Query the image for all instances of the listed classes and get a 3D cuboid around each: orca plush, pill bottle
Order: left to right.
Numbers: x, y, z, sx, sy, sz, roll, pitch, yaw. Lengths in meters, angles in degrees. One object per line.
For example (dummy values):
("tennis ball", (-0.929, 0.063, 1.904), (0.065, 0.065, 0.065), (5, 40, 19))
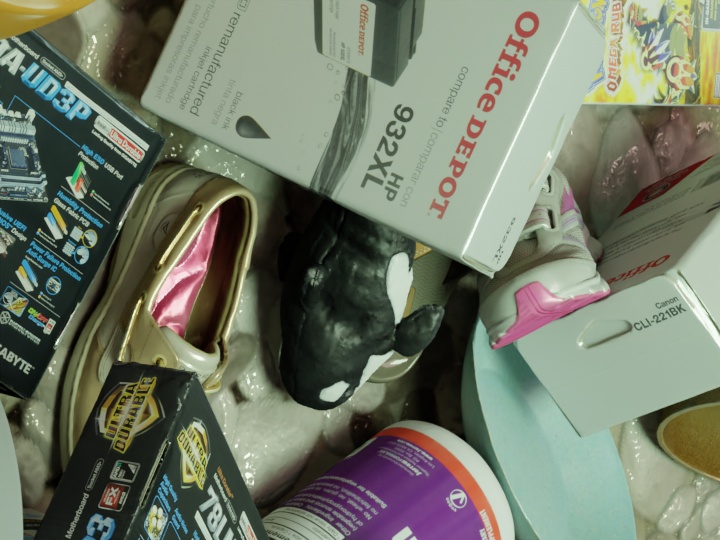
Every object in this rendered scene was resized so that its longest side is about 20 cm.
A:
("pill bottle", (-0.010, 0.179, 1.222), (0.200, 0.112, 0.113), (-34, 118, -35))
("orca plush", (0.000, 0.000, 1.180), (0.200, 0.105, 0.071), (-49, 169, 27))

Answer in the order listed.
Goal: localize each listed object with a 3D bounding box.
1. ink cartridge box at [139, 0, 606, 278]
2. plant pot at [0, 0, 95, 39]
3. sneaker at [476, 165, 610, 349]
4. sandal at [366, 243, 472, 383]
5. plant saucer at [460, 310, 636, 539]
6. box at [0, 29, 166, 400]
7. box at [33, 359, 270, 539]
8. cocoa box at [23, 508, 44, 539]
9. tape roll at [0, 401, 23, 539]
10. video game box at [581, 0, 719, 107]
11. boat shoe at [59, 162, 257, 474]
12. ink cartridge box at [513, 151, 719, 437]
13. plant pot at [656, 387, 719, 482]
("ink cartridge box", (0.008, -0.106, 1.112), (0.146, 0.199, 0.084), (-65, 162, 1))
("plant pot", (-0.135, -0.223, 0.962), (0.200, 0.182, 0.202), (17, 67, -48))
("sneaker", (0.097, -0.017, 1.283), (0.081, 0.200, 0.089), (-27, 100, 9))
("sandal", (0.036, -0.014, 1.233), (0.081, 0.055, 0.201), (5, 117, -29))
("plant saucer", (0.109, 0.115, 1.334), (0.201, 0.039, 0.202), (45, 31, -37))
("box", (-0.206, -0.052, 1.048), (0.200, 0.046, 0.160), (39, 70, -40))
("box", (-0.101, 0.179, 0.961), (0.201, 0.049, 0.199), (73, 30, -50))
("cocoa box", (-0.188, 0.230, 1.049), (0.133, 0.131, 0.202), (3, 94, -43))
("tape roll", (-0.232, 0.116, 0.943), (0.066, 0.200, 0.202), (3, 94, -43))
("video game box", (0.186, -0.209, 1.396), (0.181, 0.047, 0.202), (-3, 98, -40))
("boat shoe", (-0.105, 0.041, 1.141), (0.073, 0.069, 0.201), (17, 84, -43))
("ink cartridge box", (0.208, 0.004, 1.344), (0.084, 0.144, 0.200), (55, 45, -8))
("plant pot", (0.313, 0.037, 1.481), (0.186, 0.186, 0.201), (35, 58, -40))
